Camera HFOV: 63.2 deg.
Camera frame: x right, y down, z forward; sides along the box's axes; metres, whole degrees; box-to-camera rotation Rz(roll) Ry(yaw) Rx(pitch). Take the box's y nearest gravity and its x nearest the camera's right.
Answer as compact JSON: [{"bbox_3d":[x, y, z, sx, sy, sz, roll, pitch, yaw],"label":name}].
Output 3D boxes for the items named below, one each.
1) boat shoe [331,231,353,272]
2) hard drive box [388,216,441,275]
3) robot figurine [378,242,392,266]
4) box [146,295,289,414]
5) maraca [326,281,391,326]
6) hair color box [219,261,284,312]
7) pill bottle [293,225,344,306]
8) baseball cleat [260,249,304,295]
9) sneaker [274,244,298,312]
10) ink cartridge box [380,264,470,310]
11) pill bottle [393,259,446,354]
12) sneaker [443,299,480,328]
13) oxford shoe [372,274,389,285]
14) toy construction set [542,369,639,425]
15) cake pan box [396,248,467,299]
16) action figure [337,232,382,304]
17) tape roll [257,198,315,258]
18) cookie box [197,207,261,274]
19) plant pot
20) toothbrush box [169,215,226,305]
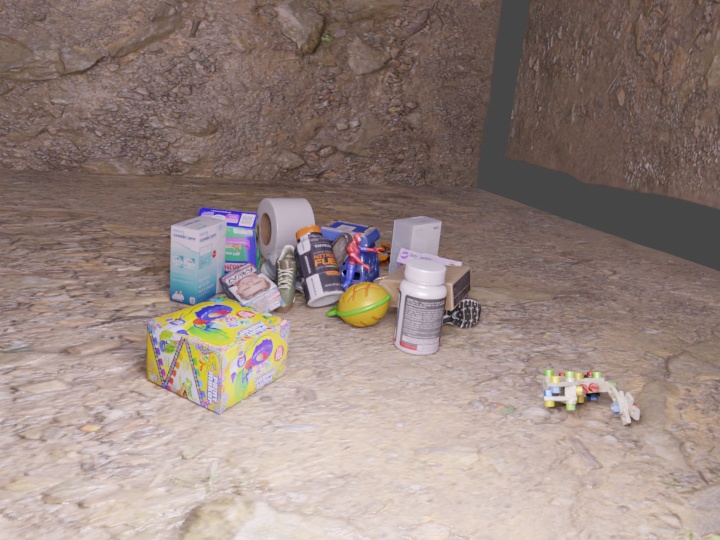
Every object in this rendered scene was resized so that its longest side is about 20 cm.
[{"bbox_3d":[-0.082,-0.018,1.625,0.071,0.202,0.065,32,5,18],"label":"boat shoe"},{"bbox_3d":[0.173,-0.061,1.854,0.076,0.204,0.154,21,22,41],"label":"hard drive box"},{"bbox_3d":[0.061,-0.055,2.036,0.198,0.059,0.144,-10,24,-40],"label":"robot figurine"},{"bbox_3d":[-0.273,0.154,1.137,0.190,0.124,0.199,16,20,26],"label":"box"},{"bbox_3d":[-0.005,0.087,1.487,0.136,0.109,0.199,-21,6,-36],"label":"maraca"},{"bbox_3d":[-0.284,0.052,1.510,0.099,0.061,0.199,-30,31,-19],"label":"hair color box"},{"bbox_3d":[-0.116,-0.015,1.545,0.105,0.203,0.106,-16,-17,-5],"label":"pill bottle"},{"bbox_3d":[-0.214,-0.003,1.686,0.198,0.108,0.069,21,0,34],"label":"baseball cleat"},{"bbox_3d":[-0.203,0.013,1.561,0.066,0.091,0.202,2,39,3],"label":"sneaker"},{"bbox_3d":[0.174,0.041,1.536,0.197,0.076,0.164,2,16,29],"label":"ink cartridge box"},{"bbox_3d":[0.143,0.084,1.373,0.112,0.204,0.114,6,17,-2],"label":"pill bottle"},{"bbox_3d":[0.229,0.105,1.555,0.197,0.080,0.090,0,15,-19],"label":"sneaker"},{"bbox_3d":[0.127,0.060,1.676,0.196,0.072,0.074,7,23,8],"label":"oxford shoe"},{"bbox_3d":[0.449,0.241,1.165,0.197,0.094,0.131,14,-8,-2],"label":"toy construction set"},{"bbox_3d":[0.210,0.016,1.700,0.197,0.053,0.185,15,-24,23],"label":"cake pan box"},{"bbox_3d":[0.000,0.000,1.595,0.097,0.203,0.065,9,17,6],"label":"action figure"},{"bbox_3d":[-0.253,-0.140,1.955,0.137,0.206,0.202,-5,20,-30],"label":"tape roll"},{"bbox_3d":[-0.375,-0.072,1.682,0.168,0.202,0.076,6,44,0],"label":"cookie box"},{"bbox_3d":[-0.047,-0.044,1.751,0.197,0.183,0.200,11,16,12],"label":"plant pot"},{"bbox_3d":[-0.425,-0.029,1.535,0.084,0.204,0.146,10,16,14],"label":"toothbrush box"}]
